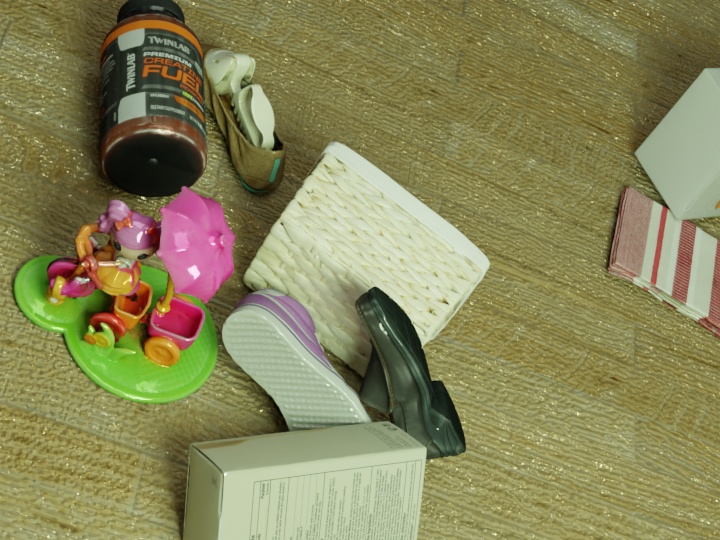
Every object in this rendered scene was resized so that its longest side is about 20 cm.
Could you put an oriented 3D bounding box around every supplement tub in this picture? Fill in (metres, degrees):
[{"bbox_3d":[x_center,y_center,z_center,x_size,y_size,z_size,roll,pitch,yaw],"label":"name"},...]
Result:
[{"bbox_3d":[-0.207,-0.179,1.524,0.106,0.107,0.202,10,51,-23],"label":"supplement tub"}]

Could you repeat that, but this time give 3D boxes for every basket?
[{"bbox_3d":[0.000,0.000,1.484,0.199,0.136,0.124,38,50,2],"label":"basket"}]

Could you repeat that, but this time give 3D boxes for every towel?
[{"bbox_3d":[0.379,-0.003,1.778,0.199,0.023,0.145,30,44,-8],"label":"towel"}]

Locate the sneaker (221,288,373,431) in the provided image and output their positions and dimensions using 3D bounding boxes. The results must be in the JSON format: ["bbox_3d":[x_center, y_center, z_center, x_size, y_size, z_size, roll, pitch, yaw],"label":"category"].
[{"bbox_3d":[-0.040,0.099,1.426,0.201,0.072,0.114,55,17,-6],"label":"sneaker"}]

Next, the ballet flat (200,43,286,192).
[{"bbox_3d":[-0.126,-0.177,1.591,0.067,0.073,0.202,-6,59,-33],"label":"ballet flat"}]

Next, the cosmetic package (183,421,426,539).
[{"bbox_3d":[-0.047,0.195,1.312,0.198,0.107,0.071,-1,16,-31],"label":"cosmetic package"}]

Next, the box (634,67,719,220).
[{"bbox_3d":[0.458,-0.154,1.837,0.198,0.153,0.107,-6,56,-39],"label":"box"}]

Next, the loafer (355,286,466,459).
[{"bbox_3d":[0.031,0.103,1.390,0.073,0.072,0.201,-97,164,-57],"label":"loafer"}]

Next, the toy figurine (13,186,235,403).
[{"bbox_3d":[-0.189,-0.006,1.343,0.198,0.185,0.151,26,46,-8],"label":"toy figurine"}]
